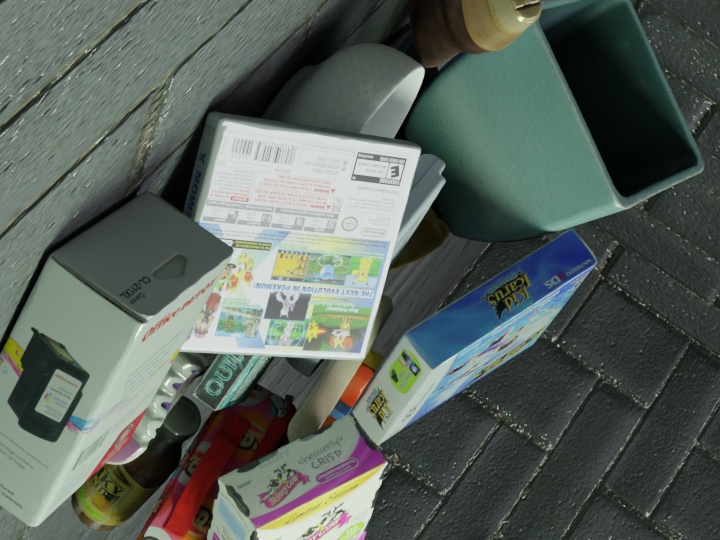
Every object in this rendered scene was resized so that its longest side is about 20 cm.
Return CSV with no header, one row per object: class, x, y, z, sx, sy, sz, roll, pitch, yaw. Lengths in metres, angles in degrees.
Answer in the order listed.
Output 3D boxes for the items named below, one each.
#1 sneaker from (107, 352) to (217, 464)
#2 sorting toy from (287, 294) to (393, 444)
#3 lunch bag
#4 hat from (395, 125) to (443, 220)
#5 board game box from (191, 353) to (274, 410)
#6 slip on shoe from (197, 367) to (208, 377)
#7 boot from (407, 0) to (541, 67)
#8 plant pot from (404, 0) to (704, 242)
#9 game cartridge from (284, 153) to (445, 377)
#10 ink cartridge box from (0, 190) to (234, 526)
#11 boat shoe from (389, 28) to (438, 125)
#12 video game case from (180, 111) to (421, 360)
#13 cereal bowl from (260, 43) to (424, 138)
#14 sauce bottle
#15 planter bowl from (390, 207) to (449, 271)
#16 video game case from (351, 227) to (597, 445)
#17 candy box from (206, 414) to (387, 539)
sneaker,-0.166,0.073,1.668,0.200,0.080,0.088,-50,180,1
sorting toy,-0.033,0.138,1.759,0.185,0.036,0.200,-56,173,-37
lunch bag,-0.132,0.193,1.760,0.200,0.082,0.176,-59,175,-16
hat,0.043,-0.124,1.956,0.201,0.200,0.081,-53,131,-19
board game box,-0.062,0.025,1.622,0.200,0.028,0.135,-55,174,2
slip on shoe,-0.150,0.069,1.756,0.200,0.061,0.076,-51,174,11
boot,0.072,-0.269,1.565,0.072,0.200,0.166,-11,-179,-28
plant pot,0.160,-0.127,1.806,0.200,0.197,0.196,-26,179,35
game cartridge,0.000,0.000,1.675,0.133,0.040,0.200,-55,178,-47
ink cartridge box,-0.189,0.059,1.380,0.200,0.083,0.146,-59,172,29
boat shoe,0.042,-0.175,1.890,0.072,0.072,0.200,-58,172,31
video game case,-0.054,-0.022,1.506,0.200,0.022,0.183,5,105,-41
cereal bowl,-0.035,-0.109,1.631,0.200,0.083,0.200,-54,172,-10
sauce bottle,-0.202,0.172,1.780,0.065,0.065,0.200,-49,180,-43
planter bowl,-0.023,-0.053,1.818,0.200,0.084,0.200,-12,164,-3
video game case,0.101,0.062,1.758,0.200,0.045,0.181,-31,167,-26
candy box,-0.062,0.226,1.664,0.136,0.061,0.200,-25,148,-29
